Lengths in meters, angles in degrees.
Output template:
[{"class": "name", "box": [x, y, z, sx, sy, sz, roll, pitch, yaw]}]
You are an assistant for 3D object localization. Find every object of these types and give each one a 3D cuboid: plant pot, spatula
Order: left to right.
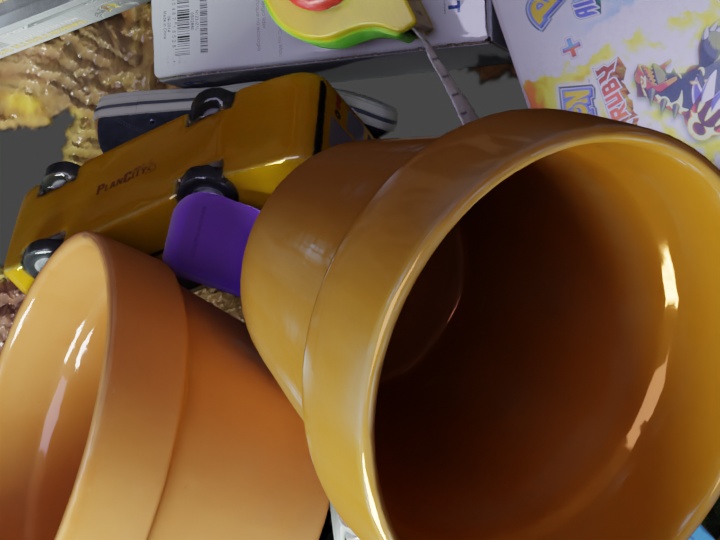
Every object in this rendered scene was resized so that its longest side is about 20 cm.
[{"class": "plant pot", "box": [-0.102, 0.096, 0.757, 0.200, 0.139, 0.202, -43, 38, 47]}, {"class": "spatula", "box": [0.000, 0.000, 0.765, 0.197, 0.021, 0.057, 10, 127, -11]}, {"class": "plant pot", "box": [0.042, 0.022, 0.653, 0.183, 0.198, 0.203, 26, 100, 56]}]

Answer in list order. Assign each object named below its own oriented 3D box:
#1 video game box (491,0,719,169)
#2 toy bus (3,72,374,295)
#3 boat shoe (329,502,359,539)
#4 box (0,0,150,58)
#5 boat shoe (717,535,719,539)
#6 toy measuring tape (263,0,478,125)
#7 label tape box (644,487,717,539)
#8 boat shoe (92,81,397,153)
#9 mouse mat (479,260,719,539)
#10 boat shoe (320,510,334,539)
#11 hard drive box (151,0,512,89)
[{"class": "video game box", "box": [0.154, -0.135, 0.705, 0.181, 0.047, 0.202, -22, 80, 24]}, {"class": "toy bus", "box": [-0.093, -0.035, 0.799, 0.198, 0.078, 0.066, -22, 45, 27]}, {"class": "boat shoe", "box": [0.014, 0.120, 0.750, 0.074, 0.086, 0.205, -2, 85, 6]}, {"class": "box", "box": [-0.232, -0.218, 0.940, 0.198, 0.048, 0.160, -17, 83, 20]}, {"class": "boat shoe", "box": [0.261, 0.145, 0.700, 0.197, 0.072, 0.076, 0, 50, 7]}, {"class": "toy measuring tape", "box": [0.001, -0.114, 0.756, 0.073, 0.073, 0.202, -29, 83, 18]}, {"class": "label tape box", "box": [0.102, 0.204, 0.710, 0.200, 0.063, 0.144, -44, 111, 0]}, {"class": "boat shoe", "box": [-0.068, -0.073, 0.859, 0.198, 0.074, 0.063, -1, 87, 28]}, {"class": "mouse mat", "box": [0.148, 0.082, 0.758, 0.159, 0.008, 0.202, -2, 113, 21]}, {"class": "boat shoe", "box": [-0.016, 0.159, 0.831, 0.197, 0.074, 0.067, -4, 85, 21]}, {"class": "hard drive box", "box": [-0.014, -0.187, 0.839, 0.197, 0.077, 0.158, -2, 88, 22]}]
